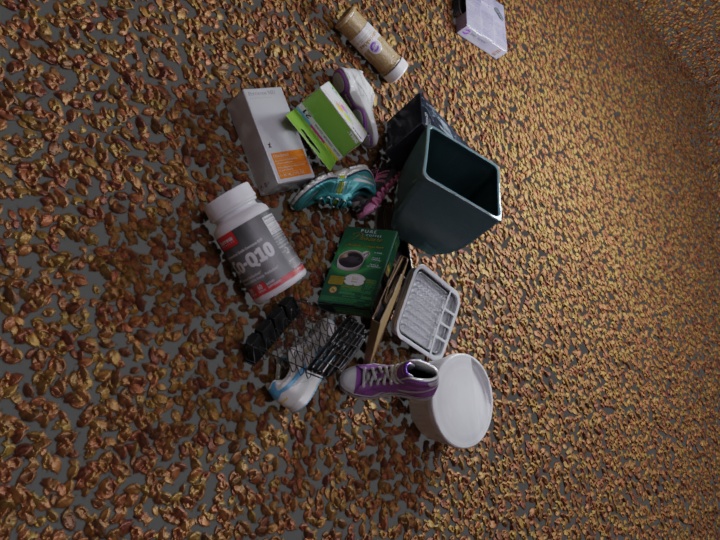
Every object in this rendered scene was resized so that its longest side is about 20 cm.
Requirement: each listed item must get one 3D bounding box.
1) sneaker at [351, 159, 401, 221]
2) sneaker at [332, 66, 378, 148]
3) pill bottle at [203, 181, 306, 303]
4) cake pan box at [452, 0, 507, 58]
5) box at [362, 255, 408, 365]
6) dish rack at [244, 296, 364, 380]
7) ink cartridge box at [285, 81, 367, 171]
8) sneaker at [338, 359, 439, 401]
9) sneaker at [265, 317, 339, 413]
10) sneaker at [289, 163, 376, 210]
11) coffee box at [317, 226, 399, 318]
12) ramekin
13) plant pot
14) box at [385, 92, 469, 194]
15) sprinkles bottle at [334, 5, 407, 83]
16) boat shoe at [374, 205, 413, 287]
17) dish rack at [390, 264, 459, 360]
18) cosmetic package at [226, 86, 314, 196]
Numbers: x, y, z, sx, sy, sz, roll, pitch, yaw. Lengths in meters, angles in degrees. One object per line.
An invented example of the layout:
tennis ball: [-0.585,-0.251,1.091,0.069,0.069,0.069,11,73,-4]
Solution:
sneaker: [0.025,-0.205,1.430,0.095,0.079,0.200,41,50,-7]
sneaker: [0.009,-0.387,1.471,0.099,0.075,0.201,-19,87,-41]
pill bottle: [-0.196,-0.051,1.151,0.114,0.114,0.201,-38,100,-42]
cake pan box: [0.370,-0.778,1.936,0.199,0.052,0.185,15,64,-36]
box: [0.048,0.089,1.267,0.021,0.200,0.164,21,56,7]
dish rack: [-0.096,0.126,1.124,0.154,0.199,0.055,-51,148,-38]
ink cartridge box: [-0.066,-0.306,1.321,0.148,0.076,0.200,51,19,-14]
sneaker: [0.055,0.202,1.225,0.199,0.114,0.073,1,60,0]
sneaker: [-0.105,0.163,1.179,0.081,0.076,0.201,41,51,-19]
sneaker: [-0.052,-0.164,1.311,0.199,0.077,0.080,-22,83,-24]
coffee box: [0.000,0.000,1.296,0.044,0.122,0.201,69,32,-51]
ramekin: [0.192,0.282,1.363,0.202,0.094,0.204,9,76,-40]
plant pot: [0.165,-0.151,1.362,0.195,0.200,0.197,28,42,-16]
box: [0.166,-0.286,1.497,0.200,0.117,0.197,41,28,-22]
sprinkles bottle: [0.028,-0.557,1.553,0.200,0.068,0.068,40,53,-23]
boat shoe: [0.080,-0.058,1.424,0.072,0.059,0.201,3,73,-39]
dish rack: [0.139,0.094,1.389,0.200,0.043,0.172,36,69,-45]
cosmetic package: [-0.181,-0.262,1.268,0.101,0.071,0.201,-20,88,-42]
